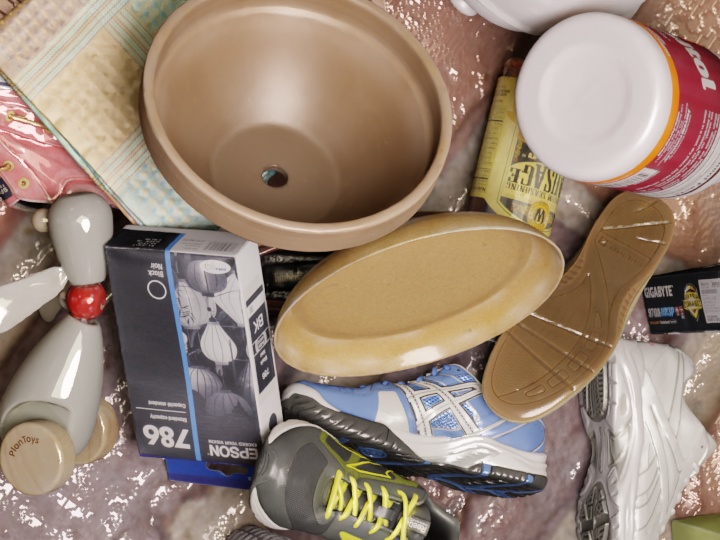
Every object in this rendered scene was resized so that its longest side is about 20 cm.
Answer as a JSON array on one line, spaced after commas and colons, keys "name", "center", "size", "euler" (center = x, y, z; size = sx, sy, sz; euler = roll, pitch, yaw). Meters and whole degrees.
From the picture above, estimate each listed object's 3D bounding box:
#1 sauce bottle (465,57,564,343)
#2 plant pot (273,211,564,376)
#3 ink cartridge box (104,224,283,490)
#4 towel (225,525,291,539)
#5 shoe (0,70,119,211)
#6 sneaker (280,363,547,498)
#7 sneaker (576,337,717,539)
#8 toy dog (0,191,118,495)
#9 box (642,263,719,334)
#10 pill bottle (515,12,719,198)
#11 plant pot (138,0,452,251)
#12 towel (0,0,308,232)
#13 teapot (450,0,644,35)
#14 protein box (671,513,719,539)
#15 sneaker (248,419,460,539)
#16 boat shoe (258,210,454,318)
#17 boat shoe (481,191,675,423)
[{"name": "sauce bottle", "center": [0.109, -0.048, 1.736], "size": [0.066, 0.066, 0.201], "euler": [13, 88, -15]}, {"name": "plant pot", "center": [0.036, 0.012, 1.619], "size": [0.199, 0.200, 0.028], "euler": [-11, 65, -15]}, {"name": "ink cartridge box", "center": [-0.106, 0.068, 1.631], "size": [0.099, 0.039, 0.201], "euler": [3, 119, 22]}, {"name": "towel", "center": [-0.070, 0.279, 1.641], "size": [0.085, 0.165, 0.201], "euler": [26, 84, -20]}, {"name": "shoe", "center": [-0.246, -0.090, 1.635], "size": [0.199, 0.071, 0.092], "euler": [5, 84, -19]}, {"name": "sneaker", "center": [0.038, 0.104, 1.723], "size": [0.199, 0.076, 0.077], "euler": [14, 70, -18]}, {"name": "sneaker", "center": [0.211, 0.146, 1.761], "size": [0.099, 0.078, 0.201], "euler": [2, 91, -18]}, {"name": "toy dog", "center": [-0.215, 0.049, 1.636], "size": [0.096, 0.132, 0.201], "euler": [9, 80, 17]}, {"name": "box", "center": [0.320, 0.008, 1.744], "size": [0.199, 0.159, 0.046], "euler": [-10, 90, -14]}, {"name": "pill bottle", "center": [0.196, -0.109, 1.689], "size": [0.112, 0.200, 0.114], "euler": [-2, 86, 30]}, {"name": "plant pot", "center": [-0.048, -0.083, 1.568], "size": [0.200, 0.093, 0.202], "euler": [8, 54, -11]}, {"name": "towel", "center": [-0.136, -0.123, 1.624], "size": [0.147, 0.022, 0.200], "euler": [-44, 101, -8]}, {"name": "teapot", "center": [0.111, -0.235, 1.692], "size": [0.146, 0.197, 0.200], "euler": [-43, 78, 26]}, {"name": "protein box", "center": [0.324, 0.277, 1.727], "size": [0.134, 0.198, 0.201], "euler": [-6, 92, -15]}, {"name": "sneaker", "center": [0.001, 0.152, 1.651], "size": [0.200, 0.084, 0.075], "euler": [28, 75, -55]}, {"name": "boat shoe", "center": [0.000, 0.000, 1.678], "size": [0.199, 0.070, 0.071], "euler": [-9, 92, 1]}, {"name": "boat shoe", "center": [0.155, 0.035, 1.733], "size": [0.071, 0.065, 0.200], "euler": [37, 69, 10]}]
